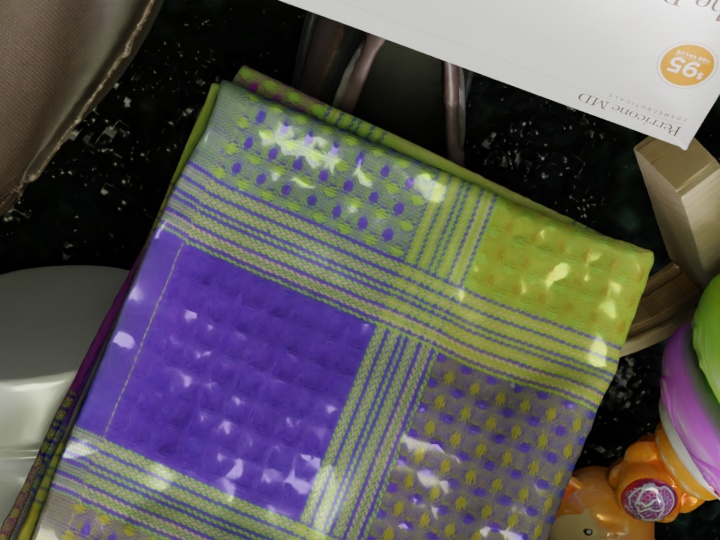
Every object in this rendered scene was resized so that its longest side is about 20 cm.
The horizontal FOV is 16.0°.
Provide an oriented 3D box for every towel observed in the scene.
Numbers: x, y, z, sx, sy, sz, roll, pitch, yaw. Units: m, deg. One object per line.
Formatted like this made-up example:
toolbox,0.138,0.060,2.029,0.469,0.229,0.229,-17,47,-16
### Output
towel,-0.016,0.058,0.707,0.143,0.023,0.201,25,81,1

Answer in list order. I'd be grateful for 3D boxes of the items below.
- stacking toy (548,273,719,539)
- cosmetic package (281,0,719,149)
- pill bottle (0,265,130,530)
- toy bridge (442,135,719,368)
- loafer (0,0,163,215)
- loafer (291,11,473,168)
stacking toy,0.128,0.031,0.752,0.116,0.110,0.200,36,120,-28
cosmetic package,0.015,-0.106,0.688,0.199,0.051,0.083,19,135,-9
pill bottle,-0.087,0.107,0.792,0.111,0.113,0.202,-5,113,-1
toy bridge,0.101,-0.017,0.773,0.199,0.027,0.067,-36,143,-6
loafer,-0.118,-0.043,0.751,0.073,0.071,0.201,32,108,-15
loafer,0.000,0.000,0.779,0.071,0.063,0.202,4,112,-6
